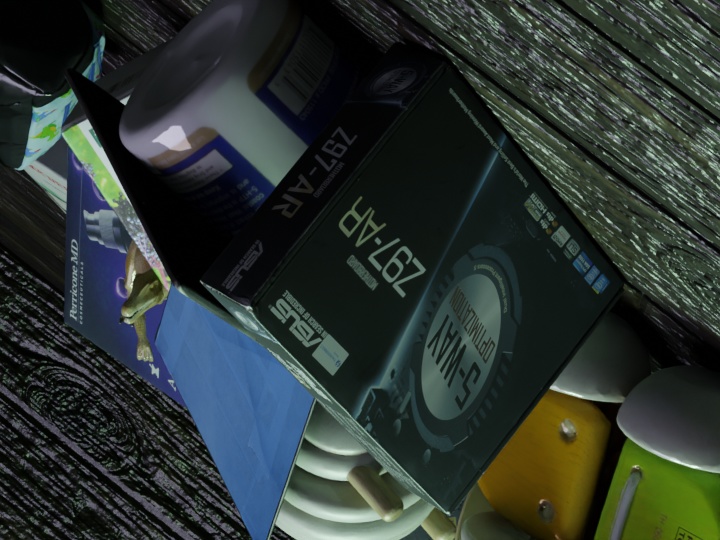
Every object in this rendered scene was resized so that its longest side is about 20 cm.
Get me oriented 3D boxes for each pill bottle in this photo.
[{"bbox_3d":[-0.021,-0.049,1.394,0.200,0.120,0.120,44,170,-21],"label":"pill bottle"}]

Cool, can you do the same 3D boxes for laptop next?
[{"bbox_3d":[-0.106,0.024,1.431,0.200,0.116,0.188,36,-164,-45],"label":"laptop"}]

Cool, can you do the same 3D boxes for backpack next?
[{"bbox_3d":[-0.250,-0.151,1.793,0.163,0.154,0.200,35,148,9],"label":"backpack"}]

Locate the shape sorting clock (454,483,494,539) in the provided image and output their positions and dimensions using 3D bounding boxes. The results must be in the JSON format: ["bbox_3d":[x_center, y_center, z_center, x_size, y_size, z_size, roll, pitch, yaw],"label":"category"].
[{"bbox_3d":[0.152,0.181,1.556,0.200,0.200,0.039,40,157,-2],"label":"shape sorting clock"}]

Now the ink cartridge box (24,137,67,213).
[{"bbox_3d":[-0.183,-0.064,2.046,0.145,0.084,0.200,31,167,42],"label":"ink cartridge box"}]

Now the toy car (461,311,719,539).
[{"bbox_3d":[0.162,0.123,1.464,0.149,0.176,0.200,0,-159,-43],"label":"toy car"}]

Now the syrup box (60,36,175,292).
[{"bbox_3d":[-0.096,-0.040,1.637,0.201,0.078,0.082,58,-159,-18],"label":"syrup box"}]

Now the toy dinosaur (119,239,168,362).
[{"bbox_3d":[-0.135,-0.009,1.708,0.200,0.058,0.102,-106,10,-57],"label":"toy dinosaur"}]

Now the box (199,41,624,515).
[{"bbox_3d":[0.032,0.007,1.330,0.043,0.160,0.200,27,164,49],"label":"box"}]

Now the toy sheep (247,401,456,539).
[{"bbox_3d":[-0.005,0.099,1.492,0.138,0.138,0.200,36,149,17],"label":"toy sheep"}]

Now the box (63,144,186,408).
[{"bbox_3d":[-0.112,-0.001,1.817,0.200,0.104,0.149,29,126,42],"label":"box"}]

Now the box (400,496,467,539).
[{"bbox_3d":[0.079,0.162,1.602,0.051,0.157,0.201,109,154,-81],"label":"box"}]
